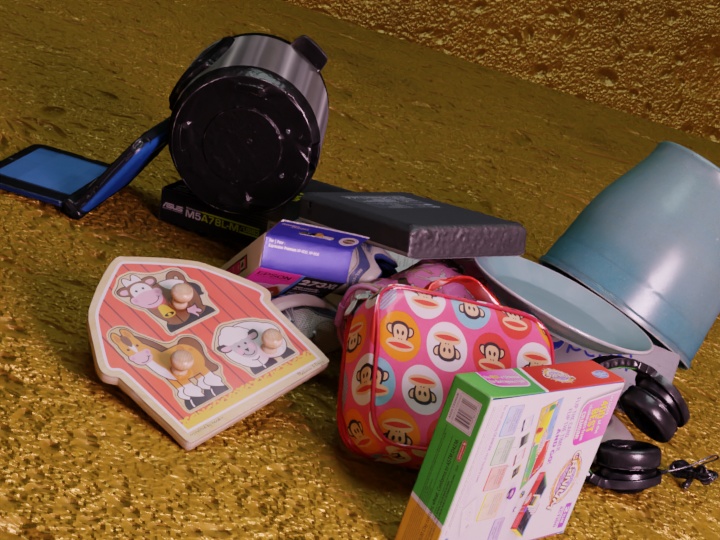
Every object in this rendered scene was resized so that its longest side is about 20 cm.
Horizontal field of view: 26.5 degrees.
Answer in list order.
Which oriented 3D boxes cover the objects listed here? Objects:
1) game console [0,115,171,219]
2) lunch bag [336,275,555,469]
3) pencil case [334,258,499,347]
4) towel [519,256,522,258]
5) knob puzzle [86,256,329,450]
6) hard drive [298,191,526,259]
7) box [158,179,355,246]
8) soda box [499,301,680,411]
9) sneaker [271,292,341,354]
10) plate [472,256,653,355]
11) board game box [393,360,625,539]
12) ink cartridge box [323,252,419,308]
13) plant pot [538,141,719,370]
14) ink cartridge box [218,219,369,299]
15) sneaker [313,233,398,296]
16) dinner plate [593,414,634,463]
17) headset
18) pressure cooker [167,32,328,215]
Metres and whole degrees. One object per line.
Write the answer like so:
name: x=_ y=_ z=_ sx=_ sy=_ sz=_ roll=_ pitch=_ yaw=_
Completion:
game console: x=-0.310 y=-0.140 z=1.733 sx=0.118 sy=0.171 sz=0.200 roll=45 pitch=17 yaw=-6
lunch bag: x=0.080 y=0.089 z=1.360 sx=0.198 sy=0.179 sz=0.082 roll=15 pitch=-23 yaw=-26
pencil case: x=0.059 y=0.029 z=1.486 sx=0.086 sy=0.084 sz=0.199 roll=-17 pitch=5 yaw=37
towel: x=0.242 y=0.058 z=1.753 sx=0.171 sy=0.048 sz=0.200 roll=37 pitch=-1 yaw=-43
knob puzzle: x=-0.149 y=0.046 z=1.329 sx=0.217 sy=0.031 sz=0.221 roll=12 pitch=40 yaw=-10
hard drive: x=0.048 y=-0.047 z=1.496 sx=0.138 sy=0.033 sz=0.199 roll=-2 pitch=12 yaw=-33
box: x=-0.107 y=-0.074 z=1.801 sx=0.198 sy=0.048 sz=0.193 roll=17 pitch=23 yaw=20
soda box: x=0.228 y=0.088 z=1.600 sx=0.198 sy=0.069 sz=0.064 roll=21 pitch=-15 yaw=4
sneaker: x=-0.085 y=0.078 z=1.409 sx=0.198 sy=0.078 sz=0.085 roll=-6 pitch=37 yaw=-38
plate: x=0.191 y=0.036 z=1.476 sx=0.198 sy=0.026 sz=0.200 roll=25 pitch=14 yaw=-6
board game box: x=0.126 y=0.155 z=1.254 sx=0.040 sy=0.155 sz=0.199 roll=31 pitch=20 yaw=35
ink cartridge box: x=-0.030 y=0.004 z=1.750 sx=0.197 sy=0.058 sz=0.163 roll=0 pitch=17 yaw=5
plant pot: x=0.326 y=-0.028 z=1.657 sx=0.199 sy=0.189 sz=0.200 roll=36 pitch=-1 yaw=1
ink cartridge box: x=-0.079 y=0.007 z=1.463 sx=0.094 sy=0.200 sz=0.038 roll=10 pitch=64 yaw=-27
sneaker: x=0.000 y=0.000 z=1.590 sx=0.087 sy=0.076 sz=0.200 roll=25 pitch=13 yaw=9
dinner plate: x=0.198 y=0.142 z=1.591 sx=0.198 sy=0.025 sz=0.200 roll=19 pitch=18 yaw=-6
headset: x=0.266 y=0.160 z=1.480 sx=0.199 sy=0.125 sz=0.094 roll=29 pitch=-7 yaw=-22
pressure cooker: x=-0.123 y=-0.172 z=1.729 sx=0.173 sy=0.181 sz=0.201 roll=0 pitch=25 yaw=5
